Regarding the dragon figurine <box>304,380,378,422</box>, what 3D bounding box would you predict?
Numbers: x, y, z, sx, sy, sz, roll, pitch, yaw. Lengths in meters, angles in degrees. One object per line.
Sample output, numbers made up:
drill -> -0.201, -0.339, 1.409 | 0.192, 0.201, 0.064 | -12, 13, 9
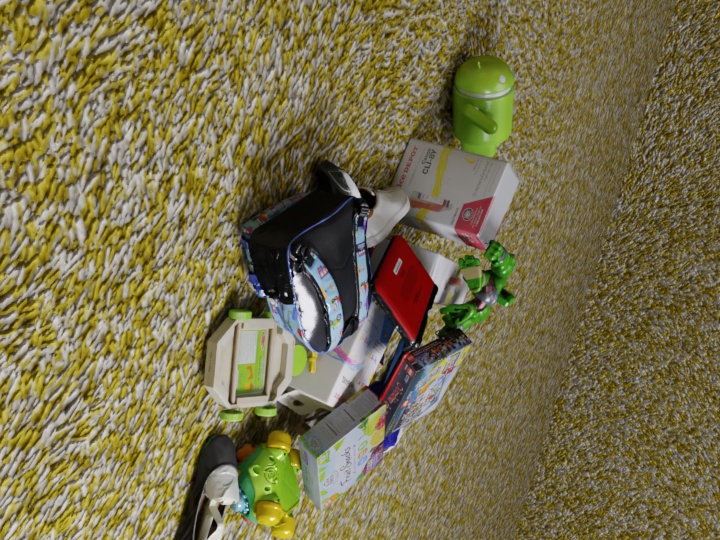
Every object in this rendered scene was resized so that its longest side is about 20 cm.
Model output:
dragon figurine -> -0.028, 0.240, 1.593 | 0.200, 0.059, 0.100 | -49, 146, -39

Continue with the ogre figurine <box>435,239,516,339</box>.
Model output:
ogre figurine -> 0.209, 0.037, 1.511 | 0.120, 0.098, 0.201 | -7, 110, -54

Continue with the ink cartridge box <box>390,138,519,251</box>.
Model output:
ink cartridge box -> 0.158, -0.137, 1.542 | 0.083, 0.199, 0.146 | 37, 75, -60

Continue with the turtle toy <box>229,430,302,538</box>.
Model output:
turtle toy -> -0.150, 0.347, 1.378 | 0.200, 0.100, 0.146 | 70, 23, -56

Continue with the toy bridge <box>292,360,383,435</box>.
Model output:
toy bridge -> -0.051, 0.208, 1.485 | 0.200, 0.067, 0.027 | -47, -175, 12

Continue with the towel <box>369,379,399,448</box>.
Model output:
towel -> 0.022, 0.278, 1.591 | 0.200, 0.049, 0.148 | -7, 116, -60

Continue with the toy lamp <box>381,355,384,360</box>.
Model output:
toy lamp -> 0.001, 0.145, 1.575 | 0.058, 0.058, 0.200 | -68, 161, -5

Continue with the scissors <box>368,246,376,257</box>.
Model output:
scissors -> 0.000, 0.000, 1.415 | 0.014, 0.073, 0.201 | 43, 36, -26

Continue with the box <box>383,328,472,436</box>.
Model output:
box -> 0.102, 0.196, 1.496 | 0.136, 0.038, 0.201 | -21, 147, -36

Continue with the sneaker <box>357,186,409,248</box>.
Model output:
sneaker -> 0.029, -0.115, 1.442 | 0.085, 0.072, 0.200 | 65, 23, -18

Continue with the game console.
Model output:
game console -> 0.045, 0.069, 1.353 | 0.173, 0.118, 0.200 | 54, 25, -13

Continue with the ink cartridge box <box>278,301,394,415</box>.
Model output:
ink cartridge box -> -0.052, 0.141, 1.405 | 0.201, 0.125, 0.129 | -65, 154, -12

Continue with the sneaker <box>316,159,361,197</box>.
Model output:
sneaker -> -0.047, -0.066, 1.336 | 0.086, 0.080, 0.201 | -26, 123, -28

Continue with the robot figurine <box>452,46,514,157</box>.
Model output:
robot figurine -> 0.234, -0.319, 1.659 | 0.176, 0.115, 0.201 | -55, 150, -47

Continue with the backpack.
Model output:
backpack -> -0.067, 0.007, 1.237 | 0.182, 0.134, 0.201 | -40, 130, -42

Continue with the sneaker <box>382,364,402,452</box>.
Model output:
sneaker -> 0.054, 0.274, 1.777 | 0.085, 0.074, 0.201 | 55, 49, -52

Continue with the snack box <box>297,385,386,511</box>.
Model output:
snack box -> -0.028, 0.288, 1.392 | 0.142, 0.053, 0.200 | -34, 150, -23

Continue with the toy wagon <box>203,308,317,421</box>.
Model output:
toy wagon -> -0.142, 0.135, 1.267 | 0.199, 0.039, 0.156 | 3, 93, -51

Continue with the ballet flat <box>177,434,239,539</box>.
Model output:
ballet flat -> -0.214, 0.346, 1.282 | 0.068, 0.068, 0.201 | 11, 97, -44

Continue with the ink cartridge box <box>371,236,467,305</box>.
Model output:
ink cartridge box -> 0.099, 0.003, 1.566 | 0.200, 0.145, 0.084 | 21, 88, -65
